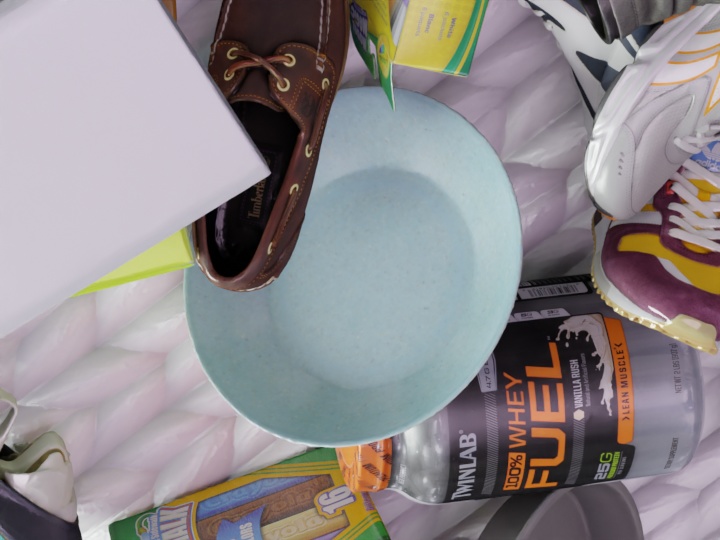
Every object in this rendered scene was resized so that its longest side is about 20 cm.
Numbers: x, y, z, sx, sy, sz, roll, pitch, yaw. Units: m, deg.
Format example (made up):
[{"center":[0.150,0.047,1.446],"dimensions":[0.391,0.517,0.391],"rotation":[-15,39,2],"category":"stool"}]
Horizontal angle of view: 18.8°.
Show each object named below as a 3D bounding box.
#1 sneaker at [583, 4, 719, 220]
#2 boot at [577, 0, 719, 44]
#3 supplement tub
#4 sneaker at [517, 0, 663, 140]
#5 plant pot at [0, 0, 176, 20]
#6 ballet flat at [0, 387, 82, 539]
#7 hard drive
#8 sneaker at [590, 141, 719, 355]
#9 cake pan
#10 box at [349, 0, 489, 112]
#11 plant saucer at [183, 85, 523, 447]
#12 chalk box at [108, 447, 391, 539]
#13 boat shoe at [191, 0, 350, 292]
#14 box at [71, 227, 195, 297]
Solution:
[{"center":[0.195,-0.100,1.118],"dimensions":[0.092,0.076,0.200],"rotation":[38,102,18],"category":"sneaker"},{"center":[0.154,-0.209,1.026],"dimensions":[0.130,0.068,0.200],"rotation":[-11,111,-8],"category":"boot"},{"center":[0.086,0.068,1.247],"dimensions":[0.200,0.123,0.123],"rotation":[-7,117,-10],"category":"supplement tub"},{"center":[0.114,-0.155,1.180],"dimensions":[0.080,0.130,0.199],"rotation":[-49,160,-19],"category":"sneaker"},{"center":[-0.181,-0.105,1.063],"dimensions":[0.200,0.183,0.200],"rotation":[-6,117,-11],"category":"plant pot"},{"center":[-0.207,0.107,1.227],"dimensions":[0.073,0.073,0.200],"rotation":[-41,115,8],"category":"ballet flat"},{"center":[-0.159,-0.045,0.978],"dimensions":[0.200,0.027,0.132],"rotation":[-31,118,3],"category":"hard drive"},{"center":[0.173,-0.029,1.179],"dimensions":[0.075,0.200,0.090],"rotation":[24,110,-12],"category":"sneaker"},{"center":[0.110,0.215,1.311],"dimensions":[0.200,0.037,0.201],"rotation":[-22,117,-52],"category":"cake pan"},{"center":[0.041,-0.189,1.114],"dimensions":[0.048,0.117,0.200],"rotation":[10,113,-17],"category":"box"},{"center":[0.000,0.000,1.180],"dimensions":[0.201,0.201,0.039],"rotation":[-43,153,9],"category":"plant saucer"},{"center":[-0.073,0.208,1.278],"dimensions":[0.200,0.124,0.125],"rotation":[-18,120,-3],"category":"chalk box"},{"center":[-0.049,-0.087,1.138],"dimensions":[0.070,0.070,0.200],"rotation":[7,94,9],"category":"boat shoe"},{"center":[-0.190,-0.004,1.141],"dimensions":[0.200,0.122,0.048],"rotation":[-14,98,-5],"category":"box"}]
